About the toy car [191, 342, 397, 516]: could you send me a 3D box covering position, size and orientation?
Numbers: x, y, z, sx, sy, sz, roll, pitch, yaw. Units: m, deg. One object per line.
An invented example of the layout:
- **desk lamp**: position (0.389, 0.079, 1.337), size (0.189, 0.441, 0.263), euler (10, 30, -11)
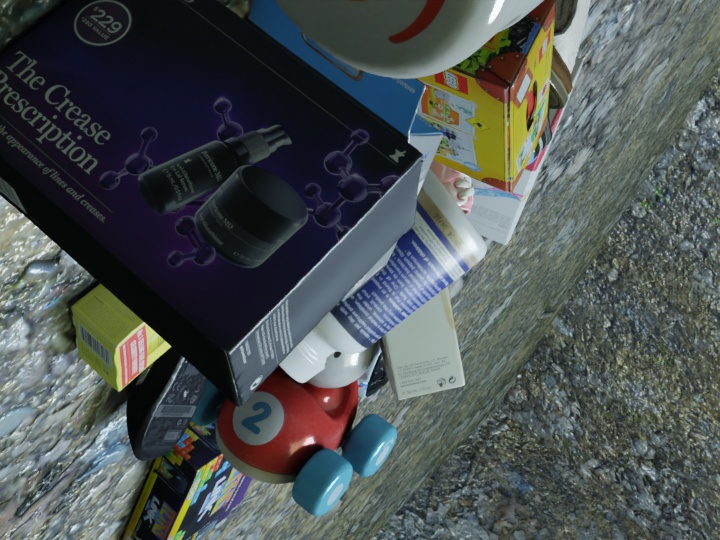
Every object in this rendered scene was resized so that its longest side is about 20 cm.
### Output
- **toy car**: position (-0.049, 0.094, 1.022), size (0.177, 0.184, 0.201), euler (-25, 143, -56)

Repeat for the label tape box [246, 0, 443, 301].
- **label tape box**: position (-0.021, -0.098, 0.726), size (0.063, 0.144, 0.201), euler (-36, 159, -42)

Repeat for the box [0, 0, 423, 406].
- **box**: position (-0.088, -0.054, 0.536), size (0.141, 0.200, 0.079), euler (-45, 163, -22)

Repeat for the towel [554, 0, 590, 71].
- **towel**: position (0.214, -0.295, 1.019), size (0.133, 0.034, 0.201), euler (43, 59, -73)

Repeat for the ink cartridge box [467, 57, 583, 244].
- **ink cartridge box**: position (0.179, -0.149, 1.227), size (0.200, 0.085, 0.148), euler (103, 12, -58)

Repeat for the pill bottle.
- **pill bottle**: position (0.000, 0.000, 0.901), size (0.200, 0.116, 0.116), euler (-38, 165, 4)

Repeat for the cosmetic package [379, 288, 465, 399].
- **cosmetic package**: position (0.045, 0.012, 1.020), size (0.071, 0.201, 0.105), euler (-12, -165, -3)

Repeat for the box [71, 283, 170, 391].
- **box**: position (-0.131, 0.001, 0.810), size (0.200, 0.050, 0.075), euler (-42, 162, -31)

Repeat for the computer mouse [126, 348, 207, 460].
- **computer mouse**: position (-0.146, 0.071, 0.942), size (0.201, 0.046, 0.140), euler (-66, 158, 7)

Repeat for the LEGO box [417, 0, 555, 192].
- **LEGO box**: position (0.068, -0.155, 0.817), size (0.078, 0.148, 0.200), euler (-62, 165, -12)

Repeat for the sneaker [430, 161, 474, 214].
- **sneaker**: position (0.097, -0.119, 1.090), size (0.201, 0.104, 0.075), euler (-53, 162, 0)

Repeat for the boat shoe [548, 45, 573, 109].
- **boat shoe**: position (0.116, -0.209, 0.841), size (0.200, 0.072, 0.068), euler (37, 76, -36)

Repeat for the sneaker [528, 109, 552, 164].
- **sneaker**: position (0.131, -0.195, 0.942), size (0.083, 0.070, 0.201), euler (-28, 110, -43)

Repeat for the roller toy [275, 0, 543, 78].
- **roller toy**: position (0.034, -0.210, 0.566), size (0.140, 0.182, 0.201), euler (-41, 161, -35)

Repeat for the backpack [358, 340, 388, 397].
- **backpack**: position (0.015, 0.050, 1.187), size (0.164, 0.153, 0.201), euler (115, -6, -50)

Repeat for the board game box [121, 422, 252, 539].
- **board game box**: position (-0.178, 0.236, 1.187), size (0.165, 0.057, 0.201), euler (-30, 153, -50)
